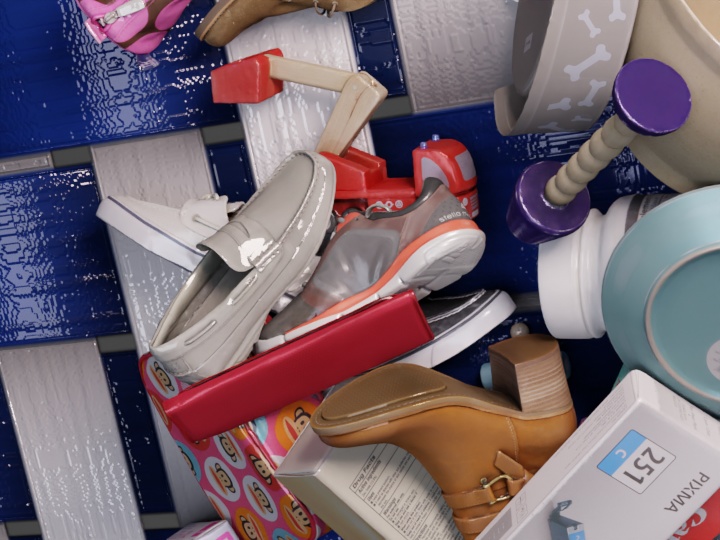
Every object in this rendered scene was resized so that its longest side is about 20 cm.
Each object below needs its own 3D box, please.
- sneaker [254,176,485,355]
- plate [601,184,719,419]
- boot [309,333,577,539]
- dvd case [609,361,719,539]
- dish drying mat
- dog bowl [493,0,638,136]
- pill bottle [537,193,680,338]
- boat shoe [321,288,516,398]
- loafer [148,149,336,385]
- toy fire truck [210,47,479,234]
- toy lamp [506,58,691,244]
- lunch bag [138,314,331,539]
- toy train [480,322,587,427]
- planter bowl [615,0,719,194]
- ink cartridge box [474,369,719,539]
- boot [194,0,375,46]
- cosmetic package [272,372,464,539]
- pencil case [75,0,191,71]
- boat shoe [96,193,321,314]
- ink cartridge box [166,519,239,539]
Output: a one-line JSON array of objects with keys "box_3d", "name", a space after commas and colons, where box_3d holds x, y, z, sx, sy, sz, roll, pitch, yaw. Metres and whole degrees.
[{"box_3d": [0.000, 0.000, 1.266, 0.200, 0.077, 0.082, -32, 66, 16], "name": "sneaker"}, {"box_3d": [0.259, 0.032, 1.121, 0.200, 0.026, 0.200, 8, 127, 11], "name": "plate"}, {"box_3d": [0.069, 0.143, 1.234, 0.200, 0.074, 0.155, -12, 112, -10], "name": "boot"}, {"box_3d": [0.261, 0.152, 1.231, 0.200, 0.022, 0.146, 18, 111, -10], "name": "dvd case"}, {"box_3d": [-0.045, 0.072, 1.242, 0.200, 0.077, 0.018, -25, 58, 1], "name": "dish drying mat"}, {"box_3d": [0.141, -0.185, 1.140, 0.059, 0.200, 0.200, 9, 111, -5], "name": "dog bowl"}, {"box_3d": [0.235, 0.000, 1.199, 0.200, 0.113, 0.113, -2, 105, 22], "name": "pill bottle"}, {"box_3d": [0.026, 0.047, 1.322, 0.200, 0.072, 0.068, -24, 97, 33], "name": "boat shoe"}, {"box_3d": [-0.086, -0.007, 1.248, 0.070, 0.070, 0.200, 18, 75, 45], "name": "loafer"}, {"box_3d": [-0.010, -0.102, 1.299, 0.200, 0.049, 0.141, 0, 106, 22], "name": "toy fire truck"}, {"box_3d": [0.148, -0.070, 1.108, 0.058, 0.058, 0.200, 43, 153, 4], "name": "toy lamp"}, {"box_3d": [-0.096, 0.133, 1.366, 0.176, 0.082, 0.200, -23, 97, 56], "name": "lunch bag"}, {"box_3d": [0.190, 0.111, 1.282, 0.200, 0.056, 0.150, -7, 104, 23], "name": "toy train"}, {"box_3d": [0.252, -0.128, 1.120, 0.200, 0.200, 0.135, 39, 133, 6], "name": "planter bowl"}, {"box_3d": [0.203, 0.189, 1.206, 0.176, 0.045, 0.200, 31, 116, -15], "name": "ink cartridge box"}, {"box_3d": [-0.038, -0.214, 1.269, 0.200, 0.074, 0.075, -30, 103, 24], "name": "boot"}, {"box_3d": [0.042, 0.179, 1.292, 0.200, 0.105, 0.071, 45, 153, -18], "name": "cosmetic package"}, {"box_3d": [-0.130, -0.250, 1.276, 0.091, 0.094, 0.200, 48, 116, 2], "name": "pencil case"}, {"box_3d": [-0.117, -0.027, 1.362, 0.200, 0.071, 0.070, 25, 86, 17], "name": "boat shoe"}, {"box_3d": [-0.089, 0.304, 1.424, 0.200, 0.042, 0.119, 60, 158, -2], "name": "ink cartridge box"}]
